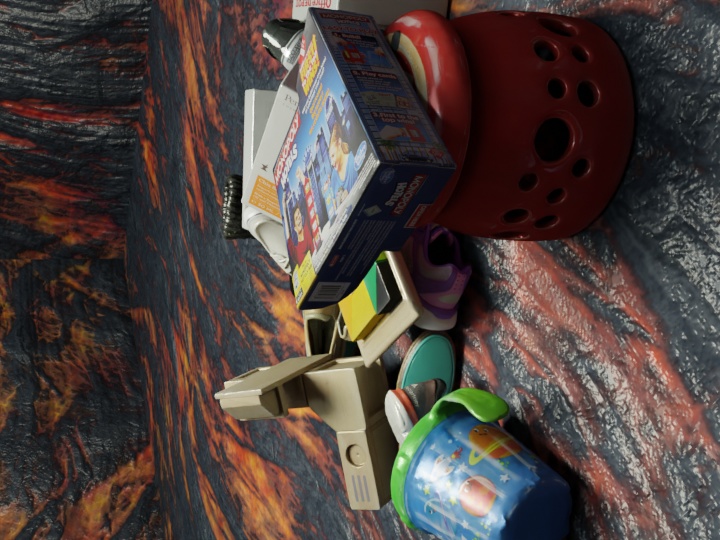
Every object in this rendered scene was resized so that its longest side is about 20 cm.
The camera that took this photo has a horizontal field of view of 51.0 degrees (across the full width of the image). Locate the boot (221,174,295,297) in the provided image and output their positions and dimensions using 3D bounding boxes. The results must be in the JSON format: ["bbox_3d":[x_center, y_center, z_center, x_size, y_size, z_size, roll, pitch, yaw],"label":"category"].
[{"bbox_3d":[-0.144,-0.048,1.216,0.079,0.157,0.212,159,108,-64],"label":"boot"}]

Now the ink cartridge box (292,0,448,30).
[{"bbox_3d":[0.015,-0.380,0.870,0.145,0.144,0.201,-145,58,-60],"label":"ink cartridge box"}]

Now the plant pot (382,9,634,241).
[{"bbox_3d":[0.100,-0.127,0.658,0.200,0.182,0.202,180,90,-67],"label":"plant pot"}]

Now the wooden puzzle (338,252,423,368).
[{"bbox_3d":[0.000,0.000,0.865,0.200,0.037,0.186,120,133,-61],"label":"wooden puzzle"}]

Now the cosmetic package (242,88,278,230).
[{"bbox_3d":[-0.095,-0.160,1.115,0.052,0.150,0.201,-159,71,-65],"label":"cosmetic package"}]

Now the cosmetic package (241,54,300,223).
[{"bbox_3d":[-0.056,-0.132,0.835,0.071,0.101,0.200,-65,4,-37],"label":"cosmetic package"}]

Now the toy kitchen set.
[{"bbox_3d":[-0.079,0.213,0.946,0.199,0.163,0.181,-10,93,29],"label":"toy kitchen set"}]

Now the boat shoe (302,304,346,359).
[{"bbox_3d":[-0.049,0.047,1.021,0.076,0.071,0.201,-57,-37,-70],"label":"boat shoe"}]

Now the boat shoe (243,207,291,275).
[{"bbox_3d":[-0.093,-0.025,1.085,0.072,0.200,0.066,-23,52,17],"label":"boat shoe"}]

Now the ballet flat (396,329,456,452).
[{"bbox_3d":[0.072,0.158,0.883,0.072,0.067,0.201,-115,24,-78],"label":"ballet flat"}]

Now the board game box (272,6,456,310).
[{"bbox_3d":[-0.014,-0.102,0.616,0.200,0.061,0.201,124,141,-52],"label":"board game box"}]

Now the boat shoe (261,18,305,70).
[{"bbox_3d":[-0.064,-0.272,0.922,0.069,0.057,0.200,-56,-4,14],"label":"boat shoe"}]

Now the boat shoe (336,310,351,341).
[{"bbox_3d":[0.013,0.000,0.982,0.075,0.068,0.201,-153,65,-62],"label":"boat shoe"}]

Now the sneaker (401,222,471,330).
[{"bbox_3d":[0.067,-0.029,0.864,0.200,0.080,0.089,61,137,38],"label":"sneaker"}]

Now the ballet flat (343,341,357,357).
[{"bbox_3d":[-0.030,0.059,1.102,0.067,0.068,0.201,-102,24,-69],"label":"ballet flat"}]

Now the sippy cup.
[{"bbox_3d":[0.119,0.208,0.702,0.140,0.178,0.130,-51,36,-11],"label":"sippy cup"}]

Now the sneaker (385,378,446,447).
[{"bbox_3d":[0.095,0.207,0.810,0.201,0.082,0.077,70,168,-16],"label":"sneaker"}]
